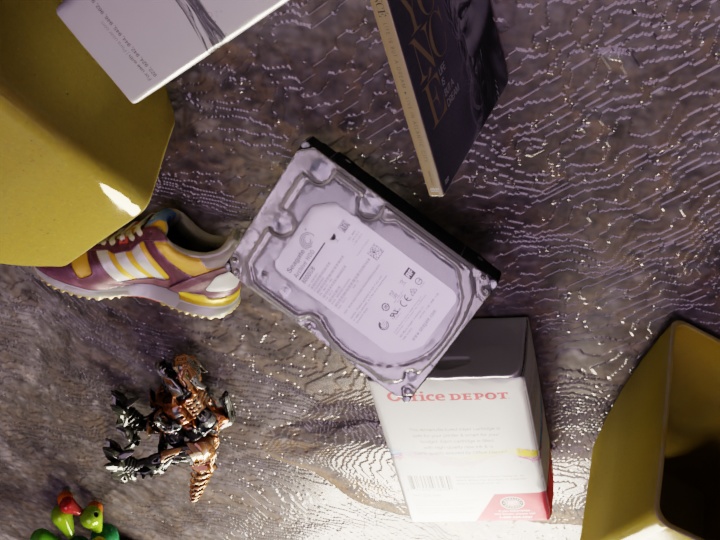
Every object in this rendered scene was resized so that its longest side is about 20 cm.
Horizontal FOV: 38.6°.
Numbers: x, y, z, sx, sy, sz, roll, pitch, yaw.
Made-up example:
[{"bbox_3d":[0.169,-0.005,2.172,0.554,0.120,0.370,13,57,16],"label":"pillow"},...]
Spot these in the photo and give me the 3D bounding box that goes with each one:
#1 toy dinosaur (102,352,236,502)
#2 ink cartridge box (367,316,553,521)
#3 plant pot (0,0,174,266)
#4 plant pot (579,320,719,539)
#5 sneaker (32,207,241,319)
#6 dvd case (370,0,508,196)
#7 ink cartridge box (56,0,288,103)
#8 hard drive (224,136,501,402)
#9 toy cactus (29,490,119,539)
[{"bbox_3d":[-0.196,0.177,1.090,0.134,0.102,0.202,-7,107,-2],"label":"toy dinosaur"},{"bbox_3d":[0.102,0.147,0.988,0.146,0.086,0.201,-3,126,16],"label":"ink cartridge box"},{"bbox_3d":[-0.261,-0.117,0.798,0.195,0.195,0.200,-27,127,31],"label":"plant pot"},{"bbox_3d":[0.304,0.202,0.924,0.199,0.201,0.177,26,142,-9],"label":"plant pot"},{"bbox_3d":[-0.202,-0.022,0.941,0.198,0.075,0.091,9,123,-2],"label":"sneaker"},{"bbox_3d":[0.053,-0.175,0.690,0.016,0.149,0.201,2,131,30],"label":"dvd case"},{"bbox_3d":[-0.089,-0.220,0.689,0.199,0.146,0.084,-25,119,30],"label":"ink cartridge box"},{"bbox_3d":[0.000,0.000,0.871,0.199,0.038,0.140,37,111,2],"label":"hard drive"},{"bbox_3d":[-0.331,0.358,1.280,0.164,0.103,0.201,19,123,-15],"label":"toy cactus"}]
